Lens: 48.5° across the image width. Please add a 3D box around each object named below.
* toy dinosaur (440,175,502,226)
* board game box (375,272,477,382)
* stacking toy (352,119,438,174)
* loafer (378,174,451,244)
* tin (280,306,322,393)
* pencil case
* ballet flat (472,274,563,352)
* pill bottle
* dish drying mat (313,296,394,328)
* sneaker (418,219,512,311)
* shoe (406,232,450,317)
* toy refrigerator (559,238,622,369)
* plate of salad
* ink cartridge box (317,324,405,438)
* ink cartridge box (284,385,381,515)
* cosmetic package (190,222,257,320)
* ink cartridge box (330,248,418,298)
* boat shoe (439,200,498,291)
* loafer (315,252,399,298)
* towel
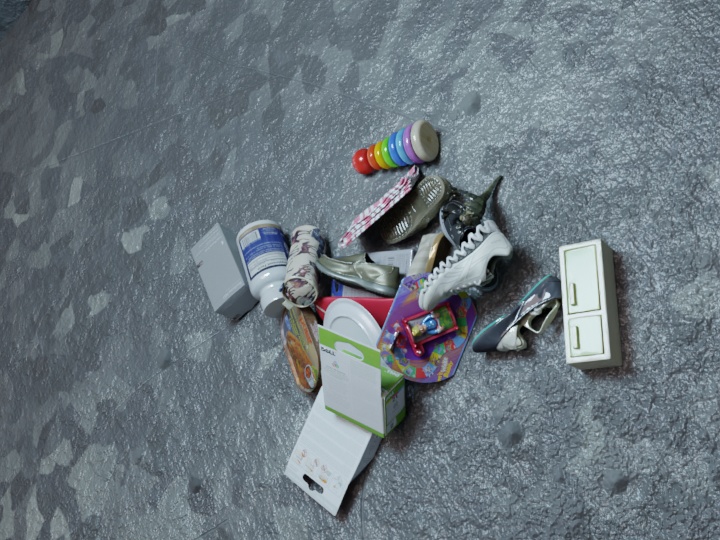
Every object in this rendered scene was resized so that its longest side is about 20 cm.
[{"bbox_3d":[0.199,-0.124,1.474,0.087,0.048,0.200,2,32,24],"label":"toy dinosaur"},{"bbox_3d":[0.125,0.107,1.460,0.156,0.039,0.202,23,89,-3],"label":"board game box"},{"bbox_3d":[0.062,-0.247,1.666,0.198,0.085,0.087,-12,68,38],"label":"stacking toy"},{"bbox_3d":[0.114,-0.117,1.589,0.199,0.068,0.076,-37,70,41],"label":"loafer"},{"bbox_3d":[-0.114,0.159,1.661,0.112,0.041,0.202,-59,44,45],"label":"tin"},{"bbox_3d":[-0.121,-0.011,1.676,0.089,0.078,0.201,-29,31,24],"label":"pencil case"},{"bbox_3d":[0.281,0.094,1.391,0.200,0.073,0.073,-43,54,15],"label":"ballet flat"},{"bbox_3d":[-0.199,-0.002,1.756,0.110,0.111,0.202,-35,57,22],"label":"pill bottle"},{"bbox_3d":[-0.004,0.085,1.597,0.198,0.077,0.018,1,38,36],"label":"dish drying mat"},{"bbox_3d":[0.183,0.005,1.408,0.200,0.075,0.081,-46,73,10],"label":"sneaker"},{"bbox_3d":[0.118,0.020,1.537,0.053,0.070,0.202,12,73,30],"label":"shoe"},{"bbox_3d":[0.380,0.056,1.326,0.075,0.070,0.203,-11,69,33],"label":"toy refrigerator"},{"bbox_3d":[-0.002,0.147,1.562,0.199,0.048,0.203,26,126,41],"label":"plate of salad"},{"bbox_3d":[0.004,0.187,1.469,0.146,0.076,0.202,20,128,32],"label":"ink cartridge box"},{"bbox_3d":[-0.050,0.351,1.573,0.159,0.047,0.202,27,96,39],"label":"ink cartridge box"},{"bbox_3d":[-0.309,0.003,1.855,0.107,0.090,0.201,-42,51,15],"label":"cosmetic package"},{"bbox_3d":[0.028,0.025,1.622,0.198,0.042,0.121,-4,74,34],"label":"ink cartridge box"},{"bbox_3d":[0.202,-0.057,1.485,0.069,0.066,0.202,-16,63,-4],"label":"boat shoe"},{"bbox_3d":[0.000,0.000,1.588,0.198,0.075,0.070,18,82,29],"label":"loafer"},{"bbox_3d":[0.037,-0.132,1.614,0.199,0.146,0.030,-40,96,20],"label":"towel"}]
